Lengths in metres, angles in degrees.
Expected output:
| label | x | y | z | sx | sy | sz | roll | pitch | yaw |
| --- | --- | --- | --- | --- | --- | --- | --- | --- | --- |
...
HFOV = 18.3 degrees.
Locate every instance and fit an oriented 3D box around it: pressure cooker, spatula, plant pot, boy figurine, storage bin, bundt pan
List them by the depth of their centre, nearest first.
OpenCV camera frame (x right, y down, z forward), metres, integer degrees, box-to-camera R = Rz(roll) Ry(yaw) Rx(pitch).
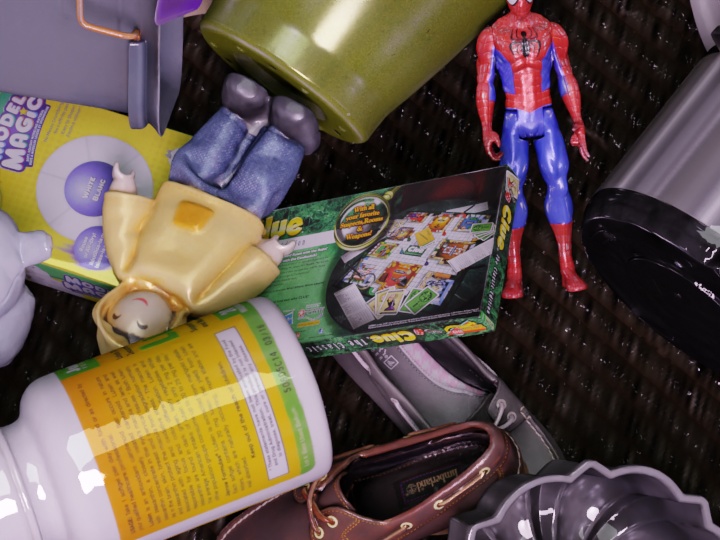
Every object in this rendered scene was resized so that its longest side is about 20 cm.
| label | x | y | z | sx | sy | sz | roll | pitch | yaw |
| --- | --- | --- | --- | --- | --- | --- | --- | --- | --- |
| bundt pan | 0.117 | 0.199 | 1.277 | 0.201 | 0.076 | 0.203 | -3 | 99 | -19 |
| pressure cooker | 0.254 | -0.048 | 1.354 | 0.178 | 0.176 | 0.200 | 37 | 77 | 10 |
| boy figurine | -0.107 | -0.022 | 1.357 | 0.124 | 0.064 | 0.200 | 30 | 71 | 10 |
| storage bin | -0.181 | -0.190 | 1.387 | 0.134 | 0.201 | 0.146 | 3 | 26 | 2 |
| spatula | -0.096 | -0.201 | 1.397 | 0.020 | 0.200 | 0.057 | 16 | 112 | 0 |
| plant pot | 0.002 | -0.193 | 1.418 | 0.200 | 0.200 | 0.193 | 33 | 84 | 12 |

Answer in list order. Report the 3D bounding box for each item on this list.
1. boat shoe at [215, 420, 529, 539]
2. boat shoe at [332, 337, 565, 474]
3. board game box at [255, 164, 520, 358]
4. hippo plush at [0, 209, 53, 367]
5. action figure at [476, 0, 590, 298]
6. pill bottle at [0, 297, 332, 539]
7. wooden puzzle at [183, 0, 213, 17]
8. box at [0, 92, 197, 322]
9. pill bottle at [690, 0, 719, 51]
| label | x | y | z | sx | sy | sz | roll | pitch | yaw |
| --- | --- | --- | --- | --- | --- | --- | --- | --- | --- |
| boat shoe | -0.001 | 0.136 | 1.317 | 0.199 | 0.070 | 0.071 | -24 | 61 | 9 |
| boat shoe | 0.047 | 0.074 | 1.370 | 0.200 | 0.057 | 0.067 | 41 | 74 | 15 |
| board game box | 0.000 | 0.000 | 1.339 | 0.199 | 0.023 | 0.105 | -9 | 58 | 34 |
| hippo plush | -0.277 | 0.026 | 1.334 | 0.159 | 0.200 | 0.161 | 13 | 52 | 13 |
| action figure | 0.107 | -0.085 | 1.388 | 0.065 | 0.052 | 0.201 | -6 | 98 | 2 |
| pill bottle | -0.126 | 0.099 | 1.267 | 0.199 | 0.111 | 0.111 | -20 | 70 | -14 |
| wooden puzzle | -0.202 | -0.240 | 1.455 | 0.199 | 0.186 | 0.046 | -11 | 27 | -2 |
| box | -0.177 | -0.046 | 1.424 | 0.199 | 0.048 | 0.118 | 16 | 70 | 8 |
| pill bottle | 0.320 | -0.199 | 1.445 | 0.199 | 0.114 | 0.114 | -15 | 69 | -6 |
